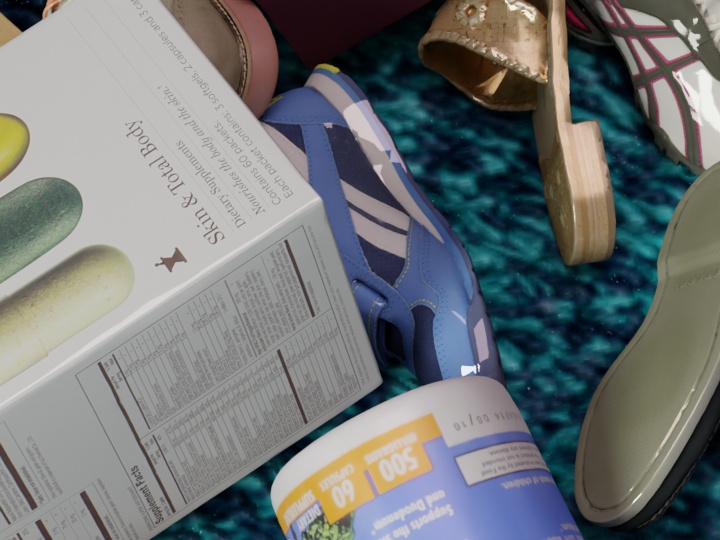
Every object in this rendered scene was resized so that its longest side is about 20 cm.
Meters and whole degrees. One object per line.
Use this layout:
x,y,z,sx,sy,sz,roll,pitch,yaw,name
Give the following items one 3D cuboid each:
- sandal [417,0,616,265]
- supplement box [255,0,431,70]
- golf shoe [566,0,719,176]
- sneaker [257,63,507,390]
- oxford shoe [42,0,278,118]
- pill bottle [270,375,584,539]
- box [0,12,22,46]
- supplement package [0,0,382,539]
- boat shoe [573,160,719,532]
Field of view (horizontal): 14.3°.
0.063,-0.099,1.340,0.069,0.078,0.212,-8,67,-9,sandal
-0.026,-0.210,1.360,0.110,0.086,0.200,-29,54,7,supplement box
0.156,-0.112,1.345,0.077,0.088,0.200,-37,69,-22,golf shoe
0.000,0.000,1.286,0.082,0.074,0.200,-26,57,-13,sneaker
-0.118,-0.134,1.326,0.074,0.071,0.200,-4,31,-40,oxford shoe
0.051,0.154,1.168,0.112,0.112,0.200,-22,72,-14,pill bottle
-0.190,-0.013,1.312,0.200,0.021,0.163,-40,69,-21,box
-0.123,0.015,1.174,0.200,0.151,0.152,-34,59,-9,supplement package
0.155,0.042,1.271,0.066,0.074,0.200,43,50,-27,boat shoe
